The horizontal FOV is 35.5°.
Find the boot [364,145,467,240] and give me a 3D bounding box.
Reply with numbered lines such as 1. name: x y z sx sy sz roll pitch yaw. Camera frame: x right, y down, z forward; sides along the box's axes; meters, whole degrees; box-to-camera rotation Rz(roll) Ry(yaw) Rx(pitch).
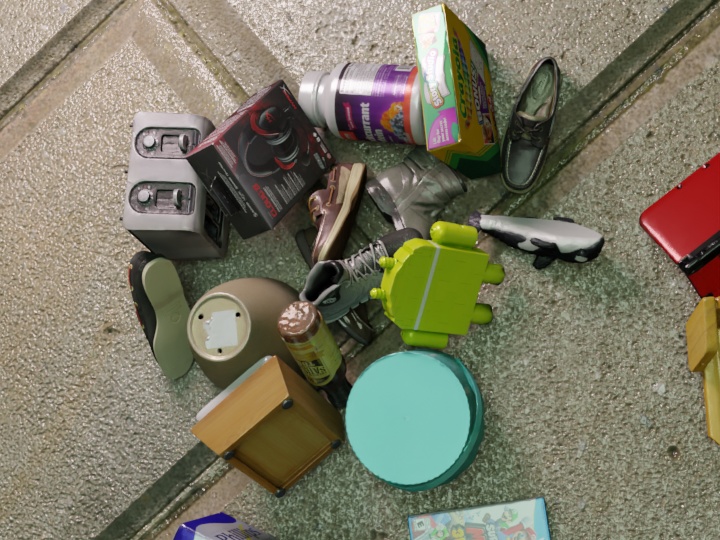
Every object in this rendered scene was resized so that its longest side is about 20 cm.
1. boot: 0.106 -0.088 1.649 0.130 0.068 0.202 -34 78 0

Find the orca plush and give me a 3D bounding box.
1. orca plush: 0.246 -0.030 1.609 0.196 0.106 0.072 4 114 9

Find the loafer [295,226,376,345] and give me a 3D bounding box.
1. loafer: -0.026 0.014 1.653 0.070 0.073 0.202 -30 77 6

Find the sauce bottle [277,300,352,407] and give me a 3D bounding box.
1. sauce bottle: -0.056 0.125 1.582 0.065 0.201 0.067 -13 47 14

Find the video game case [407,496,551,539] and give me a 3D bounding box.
1. video game case: 0.173 0.406 1.585 0.196 0.018 0.146 -10 79 9

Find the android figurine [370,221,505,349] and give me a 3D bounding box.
1. android figurine: 0.107 0.023 1.578 0.197 0.041 0.185 6 107 -27

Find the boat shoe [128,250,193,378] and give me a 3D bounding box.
1. boat shoe: -0.294 0.065 1.674 0.073 0.205 0.063 -27 33 -30

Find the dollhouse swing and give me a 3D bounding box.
1. dollhouse swing: 0.545 0.133 1.477 0.196 0.182 0.179 -4 72 5

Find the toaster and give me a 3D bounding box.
1. toaster: -0.268 -0.115 1.671 0.116 0.200 0.184 1 74 9

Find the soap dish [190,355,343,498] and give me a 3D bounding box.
1. soap dish: -0.122 0.224 1.578 0.157 0.200 0.081 -40 49 2

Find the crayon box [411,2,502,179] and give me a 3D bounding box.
1. crayon box: 0.139 -0.250 1.600 0.057 0.172 0.204 -12 76 23

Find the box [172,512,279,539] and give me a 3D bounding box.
1. box: -0.157 0.429 1.562 0.197 0.184 0.107 21 87 13

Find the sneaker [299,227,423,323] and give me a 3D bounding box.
1. sneaker: 0.000 0.000 1.556 0.199 0.116 0.076 -36 71 1

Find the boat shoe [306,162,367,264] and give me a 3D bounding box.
1. boat shoe: -0.046 -0.085 1.638 0.071 0.073 0.202 13 53 8

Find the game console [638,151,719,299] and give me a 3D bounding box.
1. game console: 0.527 -0.054 1.582 0.199 0.119 0.173 -37 108 4

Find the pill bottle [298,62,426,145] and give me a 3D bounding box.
1. pill bottle: 0.013 -0.248 1.659 0.196 0.111 0.114 7 83 21

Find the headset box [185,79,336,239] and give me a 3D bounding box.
1. headset box: -0.146 -0.154 1.619 0.074 0.200 0.150 -16 115 46

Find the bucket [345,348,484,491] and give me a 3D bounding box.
1. bucket: 0.076 0.207 1.573 0.203 0.135 0.212 -1 83 12

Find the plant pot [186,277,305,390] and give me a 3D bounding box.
1. plant pot: -0.170 0.091 1.607 0.183 0.200 0.191 -2 81 10

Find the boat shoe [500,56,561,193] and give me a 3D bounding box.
1. boat shoe: 0.245 -0.215 1.637 0.072 0.065 0.204 11 85 11
